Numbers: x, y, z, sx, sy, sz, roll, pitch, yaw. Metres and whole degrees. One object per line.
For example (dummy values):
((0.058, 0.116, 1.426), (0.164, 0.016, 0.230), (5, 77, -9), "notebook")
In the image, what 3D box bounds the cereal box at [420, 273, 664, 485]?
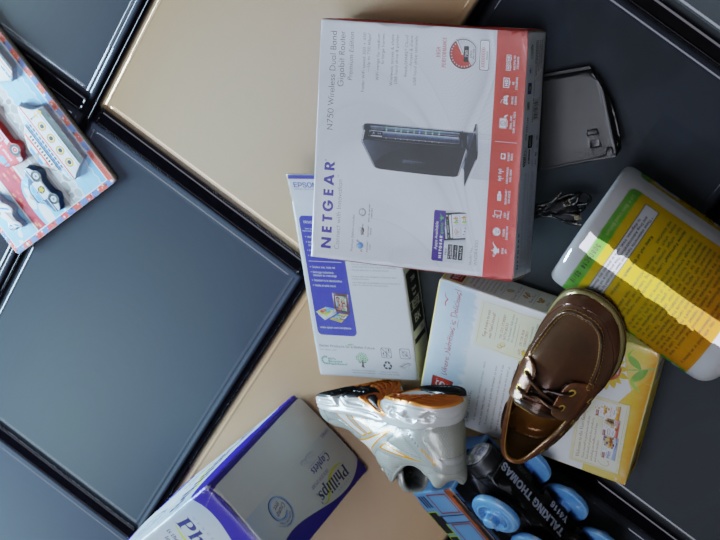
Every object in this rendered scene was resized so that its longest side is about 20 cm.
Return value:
((0.154, 0.088, 1.571), (0.200, 0.040, 0.144), (20, 124, 16), "cereal box")

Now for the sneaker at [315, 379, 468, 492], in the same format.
((0.025, 0.147, 1.596), (0.200, 0.076, 0.092), (2, 101, 60), "sneaker")

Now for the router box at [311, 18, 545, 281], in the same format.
((0.054, -0.101, 1.482), (0.179, 0.049, 0.200), (6, 100, 22), "router box")

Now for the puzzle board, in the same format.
((-0.339, -0.127, 1.708), (0.151, 0.017, 0.200), (-32, 99, 34), "puzzle board")

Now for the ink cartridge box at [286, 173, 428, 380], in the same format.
((0.000, 0.000, 1.600), (0.099, 0.039, 0.200), (3, 118, 24), "ink cartridge box")

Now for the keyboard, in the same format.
((0.120, -0.092, 1.502), (0.200, 0.021, 0.127), (-8, 99, 29), "keyboard")

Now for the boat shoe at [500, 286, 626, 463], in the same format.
((0.159, 0.092, 1.472), (0.072, 0.068, 0.200), (31, 143, 10), "boat shoe")

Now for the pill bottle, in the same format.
((0.262, 0.017, 1.440), (0.200, 0.111, 0.111), (35, 125, 5), "pill bottle")

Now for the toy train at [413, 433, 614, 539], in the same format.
((0.144, 0.229, 1.613), (0.200, 0.087, 0.114), (49, 148, -19), "toy train")

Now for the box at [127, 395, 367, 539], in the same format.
((-0.123, 0.237, 1.693), (0.105, 0.184, 0.200), (49, 124, -2), "box")
